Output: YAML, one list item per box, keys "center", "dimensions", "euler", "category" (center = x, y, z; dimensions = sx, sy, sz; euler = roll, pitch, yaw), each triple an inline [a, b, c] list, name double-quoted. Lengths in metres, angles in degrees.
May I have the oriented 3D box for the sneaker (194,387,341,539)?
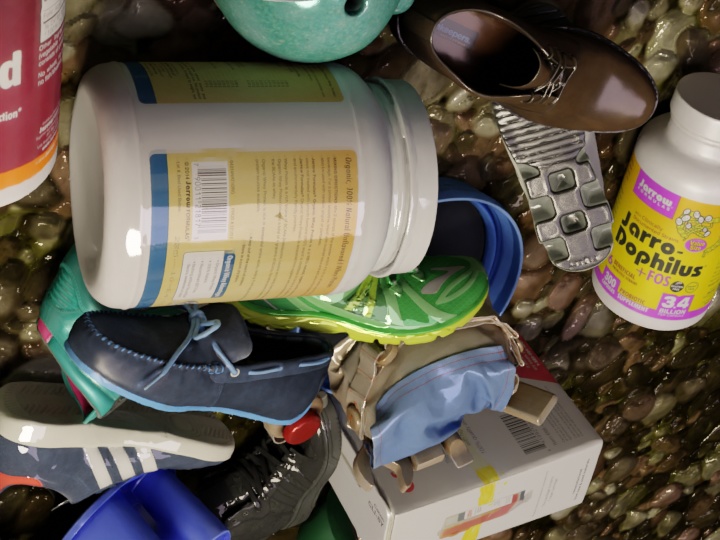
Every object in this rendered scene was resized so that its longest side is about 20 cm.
- center: [-0.085, 0.177, 1.127]
  dimensions: [0.104, 0.060, 0.200]
  euler: [-13, 142, -29]
  category: "sneaker"

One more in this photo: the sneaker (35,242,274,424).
- center: [-0.146, 0.058, 0.950]
  dimensions: [0.121, 0.084, 0.200]
  euler: [-48, 131, 7]
  category: "sneaker"

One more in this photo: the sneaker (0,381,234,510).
- center: [-0.187, 0.133, 0.999]
  dimensions: [0.199, 0.075, 0.085]
  euler: [12, 114, -38]
  category: "sneaker"

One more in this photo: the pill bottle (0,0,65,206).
- center: [-0.206, -0.140, 0.695]
  dimensions: [0.114, 0.114, 0.201]
  euler: [-11, 134, -27]
  category: "pill bottle"

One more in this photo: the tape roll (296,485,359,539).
- center: [0.038, 0.267, 1.194]
  dimensions: [0.200, 0.201, 0.048]
  euler: [18, 118, -44]
  category: "tape roll"

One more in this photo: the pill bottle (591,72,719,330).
- center: [0.261, -0.056, 1.113]
  dimensions: [0.104, 0.104, 0.201]
  euler: [-12, 134, -26]
  category: "pill bottle"

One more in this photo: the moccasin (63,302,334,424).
- center: [-0.099, 0.046, 0.885]
  dimensions: [0.199, 0.081, 0.068]
  euler: [13, 119, -50]
  category: "moccasin"

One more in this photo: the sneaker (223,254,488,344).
- center: [0.000, 0.000, 0.950]
  dimensions: [0.199, 0.074, 0.084]
  euler: [3, 122, -17]
  category: "sneaker"

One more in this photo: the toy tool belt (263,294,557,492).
- center: [0.035, 0.100, 1.013]
  dimensions: [0.199, 0.123, 0.125]
  euler: [-26, 150, -15]
  category: "toy tool belt"

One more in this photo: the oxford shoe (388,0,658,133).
- center: [0.116, -0.128, 0.909]
  dimensions: [0.199, 0.084, 0.073]
  euler: [14, 110, -21]
  category: "oxford shoe"

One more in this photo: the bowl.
- center: [0.032, 0.014, 1.070]
  dimensions: [0.200, 0.039, 0.201]
  euler: [-19, 137, -19]
  category: "bowl"

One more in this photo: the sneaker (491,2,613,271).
- center: [0.138, -0.106, 1.017]
  dimensions: [0.074, 0.089, 0.201]
  euler: [-10, 116, 8]
  category: "sneaker"

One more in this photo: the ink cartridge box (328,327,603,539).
- center: [0.075, 0.145, 1.147]
  dimensions: [0.199, 0.145, 0.084]
  euler: [-14, 137, -24]
  category: "ink cartridge box"

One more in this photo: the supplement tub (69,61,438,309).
- center: [-0.067, -0.054, 0.834]
  dimensions: [0.199, 0.145, 0.145]
  euler: [-3, 131, -21]
  category: "supplement tub"

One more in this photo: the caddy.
- center: [-0.193, 0.239, 1.079]
  dimensions: [0.141, 0.105, 0.201]
  euler: [-25, 148, -58]
  category: "caddy"

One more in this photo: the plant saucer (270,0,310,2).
- center: [-0.042, -0.240, 0.711]
  dimensions: [0.199, 0.027, 0.202]
  euler: [-2, 96, -15]
  category: "plant saucer"

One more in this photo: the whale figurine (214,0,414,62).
- center: [0.006, -0.199, 0.794]
  dimensions: [0.199, 0.104, 0.159]
  euler: [-32, 140, -1]
  category: "whale figurine"
